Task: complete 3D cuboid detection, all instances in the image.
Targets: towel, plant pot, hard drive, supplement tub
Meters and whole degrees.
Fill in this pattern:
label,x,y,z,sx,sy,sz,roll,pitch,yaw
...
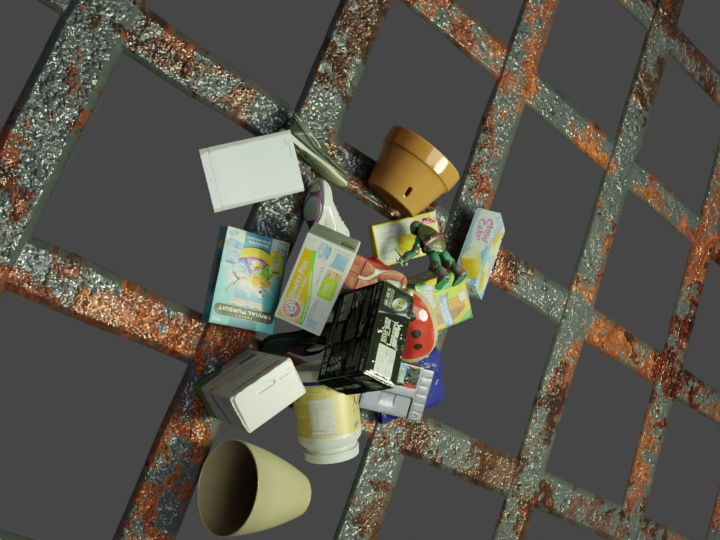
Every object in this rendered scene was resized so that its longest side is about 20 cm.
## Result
label,x,y,z,sx,sy,sz,roll,pitch,yaw
towel,0.111,0.275,1.802,0.198,0.049,0.149,-11,100,-31
plant pot,-0.202,0.457,1.530,0.199,0.186,0.189,25,76,-45
hard drive,-0.228,-0.209,1.556,0.198,0.027,0.133,-16,99,-17
supplement tub,-0.074,0.304,1.619,0.144,0.145,0.202,-9,95,-33
plant pot,0.110,-0.220,1.724,0.200,0.200,0.140,41,86,-26

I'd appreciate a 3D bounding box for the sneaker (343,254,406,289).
label,x,y,z,sx,sy,sz,roll,pitch,yaw
sneaker,0.000,0.000,1.692,0.199,0.115,0.079,24,96,-25

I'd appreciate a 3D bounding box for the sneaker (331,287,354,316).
label,x,y,z,sx,sy,sz,roll,pitch,yaw
sneaker,0.007,0.118,1.691,0.200,0.112,0.078,46,67,-24

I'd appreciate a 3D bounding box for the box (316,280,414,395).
label,x,y,z,sx,sy,sz,roll,pitch,yaw
box,0.011,0.140,1.511,0.086,0.163,0.202,29,60,-30

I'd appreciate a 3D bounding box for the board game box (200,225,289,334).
label,x,y,z,sx,sy,sz,roll,pitch,yaw
board game box,-0.241,0.022,1.566,0.150,0.047,0.202,14,82,-32

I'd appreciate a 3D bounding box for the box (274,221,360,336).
label,x,y,z,sx,sy,sz,roll,pitch,yaw
box,-0.091,0.018,1.566,0.112,0.101,0.201,23,107,-1

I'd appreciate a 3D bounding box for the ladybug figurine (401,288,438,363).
label,x,y,z,sx,sy,sz,roll,pitch,yaw
ladybug figurine,0.105,0.131,1.670,0.072,0.134,0.202,-50,143,-48

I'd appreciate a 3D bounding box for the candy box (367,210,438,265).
label,x,y,z,sx,sy,sz,roll,pitch,yaw
candy box,0.111,-0.078,1.811,0.199,0.026,0.103,-15,95,-33

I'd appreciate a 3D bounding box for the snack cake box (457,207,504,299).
label,x,y,z,sx,sy,sz,roll,pitch,yaw
snack cake box,0.302,-0.042,1.882,0.202,0.067,0.115,-69,156,-13

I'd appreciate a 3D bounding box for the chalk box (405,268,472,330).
label,x,y,z,sx,sy,sz,roll,pitch,yaw
chalk box,0.149,0.080,1.778,0.199,0.124,0.126,-18,99,-32

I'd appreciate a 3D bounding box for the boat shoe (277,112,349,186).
label,x,y,z,sx,sy,sz,roll,pitch,yaw
boat shoe,-0.092,-0.264,1.649,0.200,0.072,0.068,42,73,-24

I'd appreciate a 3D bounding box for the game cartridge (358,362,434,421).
label,x,y,z,sx,sy,sz,roll,pitch,yaw
game cartridge,0.067,0.268,1.722,0.198,0.038,0.131,16,94,-20

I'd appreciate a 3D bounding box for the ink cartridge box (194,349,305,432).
label,x,y,z,sx,sy,sz,roll,pitch,yaw
ink cartridge box,-0.224,0.237,1.486,0.144,0.199,0.085,-33,107,-28

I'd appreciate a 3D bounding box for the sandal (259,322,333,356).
label,x,y,z,sx,sy,sz,roll,pitch,yaw
sandal,-0.122,0.164,1.627,0.199,0.076,0.048,-11,52,-26

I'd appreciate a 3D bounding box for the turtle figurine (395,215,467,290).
label,x,y,z,sx,sy,sz,roll,pitch,yaw
turtle figurine,0.158,-0.048,1.727,0.149,0.101,0.201,-21,60,-28

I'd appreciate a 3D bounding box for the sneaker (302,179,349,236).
label,x,y,z,sx,sy,sz,roll,pitch,yaw
sneaker,-0.074,-0.104,1.671,0.099,0.074,0.202,-12,103,-43
